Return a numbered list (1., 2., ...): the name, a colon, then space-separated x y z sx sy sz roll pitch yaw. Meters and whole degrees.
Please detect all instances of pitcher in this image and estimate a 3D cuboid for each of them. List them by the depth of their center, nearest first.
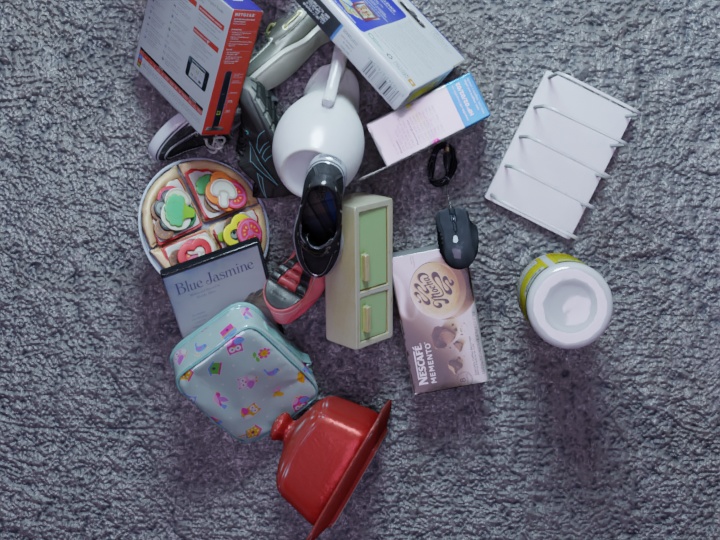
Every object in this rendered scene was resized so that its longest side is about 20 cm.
1. pitcher: -0.047 -0.206 1.392 0.120 0.201 0.172 12 132 0

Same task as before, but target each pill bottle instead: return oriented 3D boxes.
1. pill bottle: 0.273 0.036 1.431 0.111 0.200 0.114 0 97 3

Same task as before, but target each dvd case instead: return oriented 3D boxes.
1. dvd case: -0.188 0.056 1.473 0.142 0.018 0.201 -20 129 -11

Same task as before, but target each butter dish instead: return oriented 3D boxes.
1. butter dish: -0.060 0.252 1.477 0.147 0.199 0.201 30 97 6

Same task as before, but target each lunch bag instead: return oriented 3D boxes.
1. lunch bag: -0.160 0.146 1.489 0.160 0.077 0.200 -38 130 4

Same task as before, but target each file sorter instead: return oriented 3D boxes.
1. file sorter: 0.281 -0.159 1.448 0.138 0.125 0.201 26 96 -1

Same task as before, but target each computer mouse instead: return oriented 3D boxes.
1. computer mouse: 0.127 -0.095 1.462 0.058 0.034 0.202 -10 65 3

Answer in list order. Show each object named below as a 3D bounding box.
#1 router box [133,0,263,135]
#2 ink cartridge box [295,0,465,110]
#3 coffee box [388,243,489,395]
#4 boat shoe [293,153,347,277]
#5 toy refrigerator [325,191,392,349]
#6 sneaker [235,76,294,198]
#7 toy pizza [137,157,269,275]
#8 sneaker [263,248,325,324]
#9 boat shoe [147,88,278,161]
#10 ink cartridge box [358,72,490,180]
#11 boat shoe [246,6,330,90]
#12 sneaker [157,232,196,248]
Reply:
1. router box: -0.223 -0.309 1.406 0.200 0.049 0.180 46 128 35
2. ink cartridge box: 0.031 -0.321 1.410 0.198 0.200 0.047 47 121 3
3. coffee box: 0.111 0.067 1.502 0.112 0.080 0.202 -10 95 2
4. boat shoe: -0.052 -0.054 1.346 0.069 0.067 0.201 13 134 -1
5. toy refrigerator: 0.000 0.000 1.448 0.070 0.076 0.202 16 112 43
6. sneaker: -0.142 -0.175 1.453 0.079 0.076 0.201 -14 130 9
7. toy pizza: -0.214 -0.064 1.473 0.199 0.032 0.202 7 76 -29
8. sneaker: -0.070 -0.006 1.500 0.073 0.087 0.200 32 64 17
9. boat shoe: -0.208 -0.205 1.491 0.199 0.074 0.068 -33 80 -3
10. ink cartridge box: 0.075 -0.198 1.457 0.199 0.115 0.068 -26 93 5
11. boat shoe: -0.095 -0.325 1.462 0.201 0.072 0.060 -41 79 -12
12. sneaker: -0.216 0.008 1.521 0.199 0.081 0.076 36 62 -18
